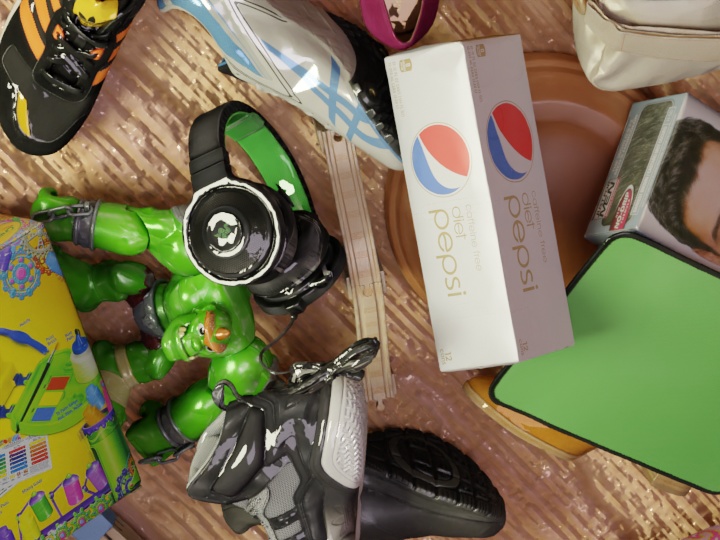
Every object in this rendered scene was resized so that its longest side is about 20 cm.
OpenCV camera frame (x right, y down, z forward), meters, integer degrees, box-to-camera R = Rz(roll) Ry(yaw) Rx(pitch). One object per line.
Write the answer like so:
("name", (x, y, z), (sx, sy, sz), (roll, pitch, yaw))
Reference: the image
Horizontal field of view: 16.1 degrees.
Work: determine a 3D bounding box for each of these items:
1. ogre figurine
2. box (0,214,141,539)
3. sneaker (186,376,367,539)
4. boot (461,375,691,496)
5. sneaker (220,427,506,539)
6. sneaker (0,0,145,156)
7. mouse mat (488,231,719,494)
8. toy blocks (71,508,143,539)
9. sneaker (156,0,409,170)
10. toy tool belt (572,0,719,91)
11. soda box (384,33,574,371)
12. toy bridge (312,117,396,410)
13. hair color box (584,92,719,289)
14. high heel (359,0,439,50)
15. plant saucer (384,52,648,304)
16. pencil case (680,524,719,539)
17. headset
("ogre figurine", (-0.127, 0.028, 1.640), (0.119, 0.098, 0.201), (-15, 96, 17))
("box", (-0.271, 0.093, 1.577), (0.200, 0.122, 0.194), (-33, 117, -33))
("sneaker", (-0.056, 0.155, 1.643), (0.113, 0.076, 0.201), (4, 115, 1))
("boot", (0.180, 0.060, 1.705), (0.200, 0.071, 0.145), (21, 108, -24))
("sneaker", (-0.001, 0.154, 1.722), (0.199, 0.076, 0.091), (14, 117, -4))
("sneaker", (-0.174, -0.155, 1.559), (0.070, 0.090, 0.201), (21, 106, -15))
("mouse mat", (0.201, 0.063, 1.641), (0.199, 0.008, 0.161), (24, 123, -21))
("toy blocks", (-0.196, 0.245, 1.720), (0.137, 0.100, 0.200), (44, 99, -8))
("sneaker", (-0.040, -0.131, 1.596), (0.200, 0.072, 0.072), (41, 123, -9))
("toy tool belt", (0.223, -0.193, 1.585), (0.199, 0.125, 0.124), (-12, 121, -4))
("soda box", (0.074, -0.043, 1.580), (0.063, 0.068, 0.201), (-9, 93, 38))
("toy bridge", (0.000, 0.000, 1.656), (0.027, 0.067, 0.201), (-11, 111, -4))
("hair color box", (0.250, -0.022, 1.651), (0.199, 0.061, 0.099), (30, 72, -25))
("high heel", (0.027, -0.238, 1.552), (0.067, 0.096, 0.201), (-6, 112, -5))
("plant saucer", (0.116, -0.042, 1.673), (0.199, 0.037, 0.201), (-2, 111, -6))
("pencil case", (0.270, 0.213, 1.767), (0.199, 0.088, 0.088), (-15, 112, -3))
("headset", (-0.046, -0.017, 1.576), (0.094, 0.201, 0.123), (-23, 152, 21))
